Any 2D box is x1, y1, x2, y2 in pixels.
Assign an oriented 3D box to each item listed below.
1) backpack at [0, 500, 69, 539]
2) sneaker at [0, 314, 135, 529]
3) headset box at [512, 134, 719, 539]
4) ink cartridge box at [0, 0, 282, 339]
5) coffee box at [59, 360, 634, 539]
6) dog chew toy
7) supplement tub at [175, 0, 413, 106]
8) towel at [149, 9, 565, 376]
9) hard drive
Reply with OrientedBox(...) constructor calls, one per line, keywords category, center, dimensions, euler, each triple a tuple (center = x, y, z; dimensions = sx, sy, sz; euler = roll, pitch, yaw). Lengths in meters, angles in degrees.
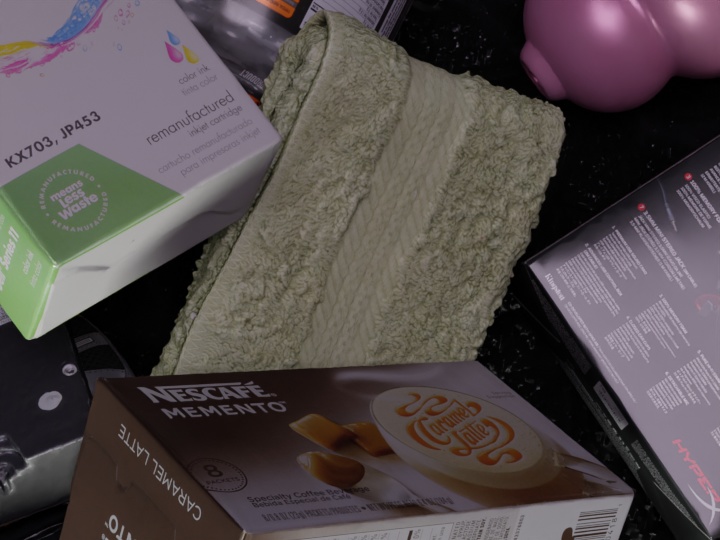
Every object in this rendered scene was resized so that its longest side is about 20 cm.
OrientedBox(category="backpack", center=(-0.155, 0.178, 0.902), dimensions=(0.154, 0.163, 0.200), euler=(41, 74, -1))
OrientedBox(category="sneaker", center=(-0.187, 0.088, 0.957), dimensions=(0.199, 0.078, 0.077), euler=(-25, 66, -9))
OrientedBox(category="headset box", center=(0.193, 0.010, 0.970), dimensions=(0.200, 0.075, 0.149), euler=(-33, 81, -7))
OrientedBox(category="ink cartridge box", center=(-0.140, -0.088, 0.861), dimensions=(0.117, 0.067, 0.200), euler=(-32, 76, -29))
OrientedBox(category="coffee box", center=(-0.005, 0.099, 0.860), dimensions=(0.199, 0.114, 0.080), euler=(0, 117, -38))
OrientedBox(category="dog chew toy", center=(0.161, -0.146, 0.983), dimensions=(0.200, 0.125, 0.125), euler=(-36, 81, 0))
OrientedBox(category="supplement tub", center=(-0.031, -0.147, 0.976), dimensions=(0.122, 0.123, 0.201), euler=(26, 80, 5))
OrientedBox(category="towel", center=(0.000, 0.000, 0.935), dimensions=(0.148, 0.036, 0.201), euler=(19, 99, -27))
OrientedBox(category="hard drive", center=(-0.194, 0.037, 0.927), dimensions=(0.139, 0.038, 0.200), euler=(-21, 45, -5))
